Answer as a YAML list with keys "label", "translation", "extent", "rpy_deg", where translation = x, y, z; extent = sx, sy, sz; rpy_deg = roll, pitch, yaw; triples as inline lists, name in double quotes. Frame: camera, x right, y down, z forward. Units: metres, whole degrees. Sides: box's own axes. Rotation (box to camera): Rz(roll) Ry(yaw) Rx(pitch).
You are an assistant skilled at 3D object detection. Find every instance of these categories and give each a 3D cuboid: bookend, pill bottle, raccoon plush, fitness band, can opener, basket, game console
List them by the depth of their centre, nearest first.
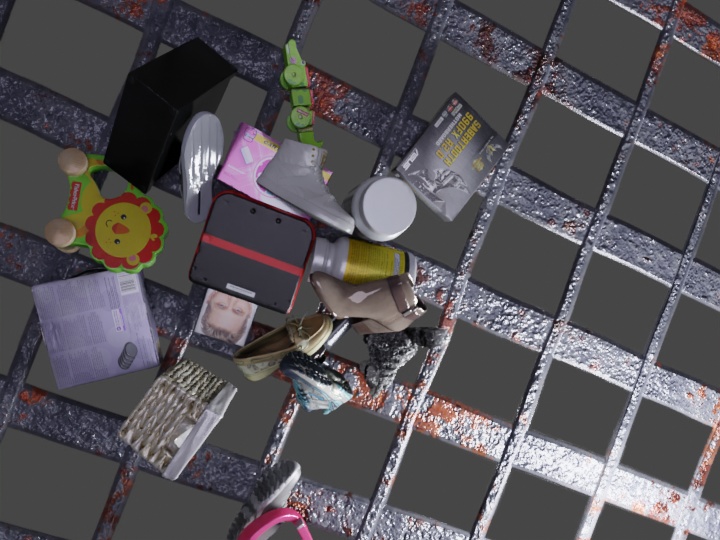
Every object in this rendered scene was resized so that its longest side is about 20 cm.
- label: "basket"
  translation: [-0.313, 0.246, 0.907]
  extent: [0.123, 0.200, 0.137]
  rpy_deg: [37, 86, -5]
- label: "bookend"
  translation: [-0.334, -0.275, 0.917]
  extent: [0.091, 0.199, 0.201]
  rpy_deg: [36, 42, -9]
- label: "game console"
  translation: [-0.193, -0.034, 0.941]
  extent: [0.196, 0.031, 0.180]
  rpy_deg: [20, 95, -9]
- label: "pill bottle"
  translation: [0.031, -0.111, 0.951]
  extent: [0.111, 0.200, 0.117]
  rpy_deg: [-1, 93, -10]
- label: "fitness band"
  translation: [-0.161, 0.538, 0.990]
  extent: [0.142, 0.037, 0.203]
  rpy_deg: [-26, 126, -18]
- label: "raccoon plush"
  translation: [0.076, 0.180, 0.992]
  extent: [0.096, 0.198, 0.137]
  rpy_deg: [-9, 95, -41]
- label: "pill bottle"
  translation: [0.000, 0.000, 0.995]
  extent: [0.196, 0.112, 0.115]
  rpy_deg: [13, 90, -11]
- label: "can opener"
  translation: [-0.060, 0.139, 1.031]
  extent: [0.200, 0.053, 0.067]
  rpy_deg: [-45, 131, -6]

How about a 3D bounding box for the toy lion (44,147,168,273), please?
- label: "toy lion"
  translation: [-0.437, -0.099, 0.918]
  extent: [0.188, 0.069, 0.205]
  rpy_deg: [6, 78, -17]

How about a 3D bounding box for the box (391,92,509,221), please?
- label: "box"
  translation: [0.181, -0.227, 1.051]
  extent: [0.158, 0.048, 0.201]
  rpy_deg: [40, 86, -9]

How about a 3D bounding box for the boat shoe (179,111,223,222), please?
- label: "boat shoe"
  translation: [-0.294, -0.187, 0.917]
  extent: [0.071, 0.071, 0.203]
  rpy_deg: [-6, 126, -39]

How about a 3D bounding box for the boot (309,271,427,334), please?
- label: "boot"
  translation: [0.023, 0.041, 0.911]
  extent: [0.144, 0.071, 0.200]
  rpy_deg: [-25, 134, 21]

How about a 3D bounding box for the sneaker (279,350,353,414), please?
- label: "sneaker"
  translation: [-0.092, 0.223, 0.971]
  extent: [0.086, 0.078, 0.200]
  rpy_deg: [-44, 136, 4]

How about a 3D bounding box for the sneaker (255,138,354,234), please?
- label: "sneaker"
  translation: [-0.075, -0.155, 0.904]
  extent: [0.198, 0.074, 0.117]
  rpy_deg: [31, 87, 10]

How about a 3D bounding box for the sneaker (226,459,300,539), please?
- label: "sneaker"
  translation: [-0.175, 0.462, 1.015]
  extent: [0.082, 0.075, 0.201]
  rpy_deg: [37, 91, -26]

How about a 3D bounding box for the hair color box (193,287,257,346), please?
- label: "hair color box"
  translation: [-0.233, 0.029, 0.979]
  extent: [0.098, 0.060, 0.204]
  rpy_deg: [18, 90, -10]

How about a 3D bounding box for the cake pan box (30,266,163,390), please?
- label: "cake pan box"
  translation: [-0.474, 0.096, 0.943]
  extent: [0.180, 0.052, 0.204]
  rpy_deg: [-14, 95, -12]

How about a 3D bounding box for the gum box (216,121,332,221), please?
- label: "gum box"
  translation: [-0.165, -0.178, 0.978]
  extent: [0.197, 0.066, 0.115]
  rpy_deg: [27, 88, -10]

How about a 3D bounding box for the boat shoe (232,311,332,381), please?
- label: "boat shoe"
  translation: [-0.144, 0.138, 0.984]
  extent: [0.198, 0.074, 0.063]
  rpy_deg: [-32, 133, -5]

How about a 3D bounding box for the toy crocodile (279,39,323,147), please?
- label: "toy crocodile"
  translation: [-0.114, -0.328, 0.982]
  extent: [0.060, 0.067, 0.205]
  rpy_deg: [-11, 97, -15]
